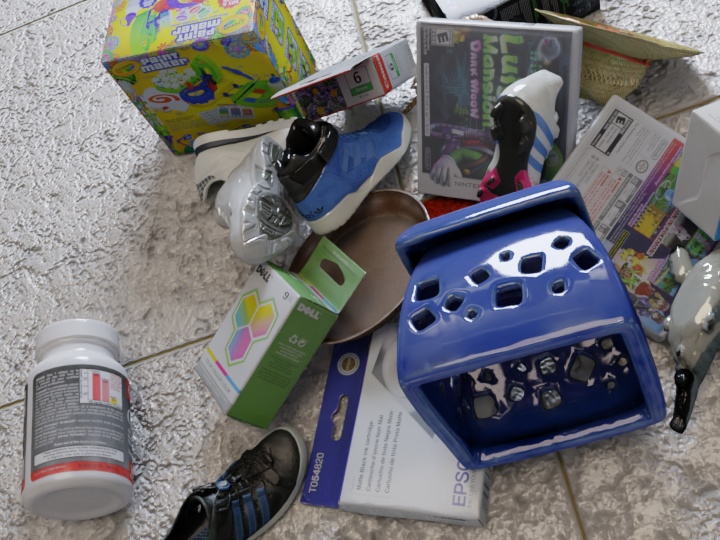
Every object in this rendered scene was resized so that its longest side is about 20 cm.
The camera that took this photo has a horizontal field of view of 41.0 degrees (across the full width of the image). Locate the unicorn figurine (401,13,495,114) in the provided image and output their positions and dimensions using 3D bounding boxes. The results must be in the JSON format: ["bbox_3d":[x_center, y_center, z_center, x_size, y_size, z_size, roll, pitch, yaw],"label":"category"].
[{"bbox_3d":[0.133,-0.233,1.126,0.137,0.200,0.074,27,57,7],"label":"unicorn figurine"}]

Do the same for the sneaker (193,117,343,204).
[{"bbox_3d":[-0.113,-0.136,1.198,0.199,0.076,0.081,-11,71,19],"label":"sneaker"}]

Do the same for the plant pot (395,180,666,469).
[{"bbox_3d":[0.145,0.045,0.871,0.199,0.200,0.181,-18,52,14],"label":"plant pot"}]

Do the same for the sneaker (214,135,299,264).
[{"bbox_3d":[-0.125,-0.064,1.096,0.099,0.078,0.200,-34,28,25],"label":"sneaker"}]

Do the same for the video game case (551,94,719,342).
[{"bbox_3d":[0.283,-0.057,0.991,0.182,0.023,0.200,35,77,11],"label":"video game case"}]

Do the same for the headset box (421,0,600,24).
[{"bbox_3d":[0.180,-0.368,1.197,0.199,0.093,0.175,-26,57,4],"label":"headset box"}]

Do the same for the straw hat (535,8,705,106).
[{"bbox_3d":[0.273,-0.227,1.074,0.200,0.201,0.086,24,111,30],"label":"straw hat"}]

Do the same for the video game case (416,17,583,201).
[{"bbox_3d":[0.146,-0.169,1.052,0.181,0.201,0.023,10,27,25],"label":"video game case"}]

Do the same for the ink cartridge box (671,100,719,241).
[{"bbox_3d":[0.409,-0.122,0.932,0.199,0.117,0.067,-21,46,-17],"label":"ink cartridge box"}]

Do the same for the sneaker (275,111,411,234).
[{"bbox_3d":[-0.022,-0.147,1.112,0.077,0.111,0.200,-4,41,50],"label":"sneaker"}]

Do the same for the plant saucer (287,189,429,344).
[{"bbox_3d":[0.000,0.000,1.065,0.199,0.032,0.201,-25,43,26],"label":"plant saucer"}]

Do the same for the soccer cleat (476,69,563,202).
[{"bbox_3d":[0.175,-0.120,1.009,0.070,0.201,0.086,36,60,25],"label":"soccer cleat"}]

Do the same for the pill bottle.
[{"bbox_3d":[-0.313,0.162,1.067,0.115,0.116,0.201,-17,58,11],"label":"pill bottle"}]

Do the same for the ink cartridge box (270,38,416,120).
[{"bbox_3d":[-0.014,-0.218,1.131,0.108,0.051,0.200,-15,16,26],"label":"ink cartridge box"}]

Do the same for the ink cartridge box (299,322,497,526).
[{"bbox_3d":[0.042,0.151,0.987,0.199,0.041,0.201,1,62,21],"label":"ink cartridge box"}]

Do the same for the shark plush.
[{"bbox_3d":[0.340,0.057,0.909,0.091,0.083,0.201,-21,44,55],"label":"shark plush"}]

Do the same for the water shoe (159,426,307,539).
[{"bbox_3d":[-0.131,0.239,0.978,0.071,0.079,0.200,32,76,31],"label":"water shoe"}]

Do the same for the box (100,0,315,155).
[{"bbox_3d":[-0.183,-0.261,1.212,0.199,0.193,0.123,-7,60,16],"label":"box"}]

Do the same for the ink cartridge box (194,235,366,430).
[{"bbox_3d":[-0.089,0.055,1.027,0.201,0.059,0.104,-57,36,6],"label":"ink cartridge box"}]
